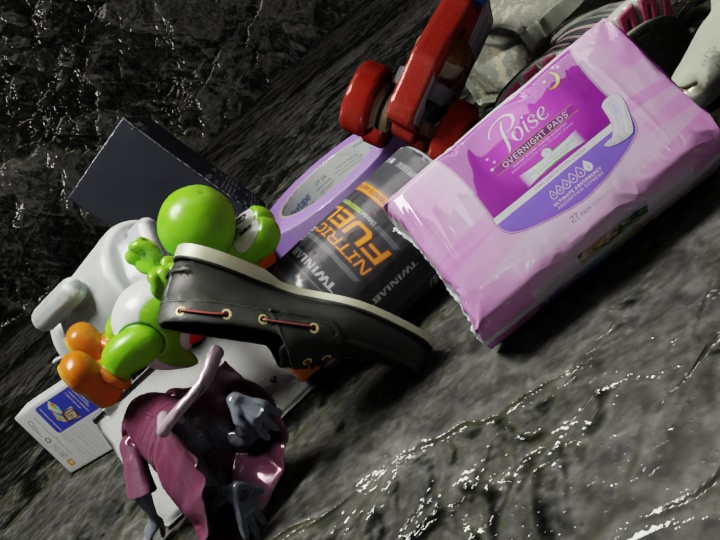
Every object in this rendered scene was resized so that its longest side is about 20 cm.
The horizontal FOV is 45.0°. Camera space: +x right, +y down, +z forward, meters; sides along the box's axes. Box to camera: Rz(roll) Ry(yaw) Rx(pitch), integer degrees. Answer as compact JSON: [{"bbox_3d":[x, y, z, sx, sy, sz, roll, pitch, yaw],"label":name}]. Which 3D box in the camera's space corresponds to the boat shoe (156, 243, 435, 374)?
[{"bbox_3d":[-0.045,0.042,0.622,0.074,0.199,0.064,138,148,-69],"label":"boat shoe"}]

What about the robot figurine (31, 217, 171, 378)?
[{"bbox_3d":[-0.221,0.032,0.827,0.169,0.114,0.200,5,-37,-45],"label":"robot figurine"}]

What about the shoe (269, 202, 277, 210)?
[{"bbox_3d":[-0.105,-0.047,1.104,0.200,0.070,0.053,-44,26,-2],"label":"shoe"}]

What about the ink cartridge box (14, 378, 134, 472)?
[{"bbox_3d":[-0.292,0.153,0.978,0.199,0.095,0.037,-30,20,29],"label":"ink cartridge box"}]

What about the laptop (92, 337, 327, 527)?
[{"bbox_3d":[-0.142,0.115,0.826,0.187,0.116,0.200,-43,1,-7],"label":"laptop"}]

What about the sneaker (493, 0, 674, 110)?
[{"bbox_3d":[0.200,-0.189,0.820,0.199,0.074,0.087,-38,18,-8],"label":"sneaker"}]

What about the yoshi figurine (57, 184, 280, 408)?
[{"bbox_3d":[-0.158,0.006,0.684,0.200,0.113,0.112,-41,-17,3],"label":"yoshi figurine"}]

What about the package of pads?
[{"bbox_3d":[0.123,-0.057,0.579,0.200,0.121,0.076,-40,-24,6],"label":"package of pads"}]

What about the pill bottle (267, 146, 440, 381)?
[{"bbox_3d":[0.000,0.000,0.726,0.200,0.106,0.106,-43,18,-6],"label":"pill bottle"}]

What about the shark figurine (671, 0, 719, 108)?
[{"bbox_3d":[0.296,-0.165,0.570,0.214,0.089,0.130,-166,91,-78],"label":"shark figurine"}]

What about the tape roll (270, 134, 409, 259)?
[{"bbox_3d":[-0.017,-0.081,0.957,0.199,0.066,0.200,-36,18,14],"label":"tape roll"}]

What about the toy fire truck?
[{"bbox_3d":[0.072,-0.182,0.796,0.169,0.111,0.200,-67,-11,6],"label":"toy fire truck"}]

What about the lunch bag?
[{"bbox_3d":[0.198,-0.275,0.947,0.164,0.118,0.200,-43,14,-8],"label":"lunch bag"}]

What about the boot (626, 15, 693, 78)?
[{"bbox_3d":[0.170,-0.123,0.722,0.204,0.074,0.153,-48,17,-19],"label":"boot"}]

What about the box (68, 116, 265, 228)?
[{"bbox_3d":[-0.207,-0.079,0.984,0.104,0.181,0.200,-52,11,4],"label":"box"}]

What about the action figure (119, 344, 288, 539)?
[{"bbox_3d":[-0.145,0.134,0.663,0.199,0.149,0.134,8,55,49],"label":"action figure"}]

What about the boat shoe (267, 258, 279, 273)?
[{"bbox_3d":[-0.129,0.015,1.007,0.066,0.072,0.202,-15,36,44],"label":"boat shoe"}]
